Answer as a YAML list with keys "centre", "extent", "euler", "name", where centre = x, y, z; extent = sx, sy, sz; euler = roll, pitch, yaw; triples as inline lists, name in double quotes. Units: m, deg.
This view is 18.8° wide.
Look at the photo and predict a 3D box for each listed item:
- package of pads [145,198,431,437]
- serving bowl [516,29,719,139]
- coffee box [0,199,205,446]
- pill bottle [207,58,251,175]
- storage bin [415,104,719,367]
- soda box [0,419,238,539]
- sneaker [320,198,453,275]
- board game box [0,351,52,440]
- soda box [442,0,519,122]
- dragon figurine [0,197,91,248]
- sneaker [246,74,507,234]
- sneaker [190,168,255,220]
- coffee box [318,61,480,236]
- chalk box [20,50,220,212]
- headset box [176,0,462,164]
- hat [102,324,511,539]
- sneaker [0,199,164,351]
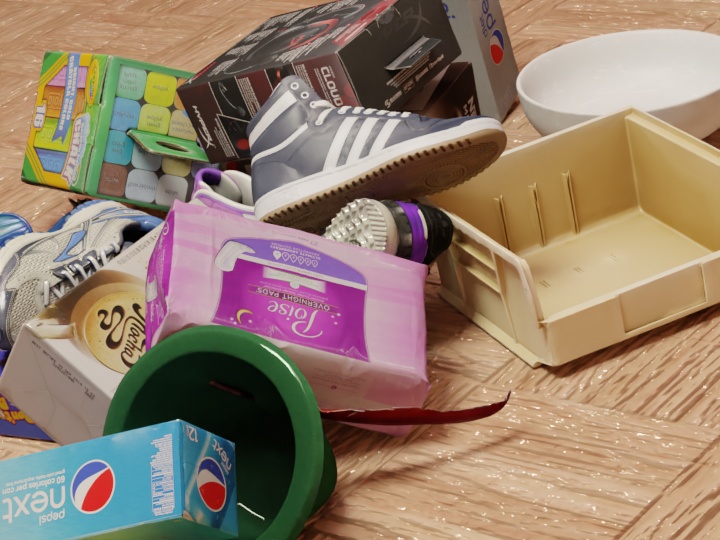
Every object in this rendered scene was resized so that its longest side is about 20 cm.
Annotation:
- centre: [-0.049, 0.034, 1.493]
  extent: [0.199, 0.076, 0.121]
  euler: [15, 44, -15]
  name: "package of pads"
- centre: [0.236, -0.144, 1.874]
  extent: [0.199, 0.066, 0.200]
  euler: [-8, 25, 4]
  name: "serving bowl"
- centre: [-0.146, 0.049, 1.553]
  extent: [0.113, 0.080, 0.200]
  euler: [40, 44, 10]
  name: "coffee box"
- centre: [-0.034, -0.146, 1.947]
  extent: [0.199, 0.116, 0.116]
  euler: [-7, 25, 9]
  name: "pill bottle"
- centre: [0.173, -0.026, 1.621]
  extent: [0.199, 0.094, 0.199]
  euler: [-20, 25, -17]
  name: "storage bin"
- centre: [-0.178, 0.150, 1.369]
  extent: [0.199, 0.064, 0.068]
  euler: [-14, -23, 26]
  name: "soda box"
- centre: [0.000, 0.000, 1.638]
  extent: [0.099, 0.070, 0.200]
  euler: [-7, -13, -36]
  name: "sneaker"
- centre: [-0.205, 0.059, 1.674]
  extent: [0.134, 0.045, 0.200]
  euler: [4, 29, 31]
  name: "board game box"
- centre: [0.085, -0.230, 1.965]
  extent: [0.068, 0.200, 0.064]
  euler: [2, 40, 26]
  name: "soda box"
- centre: [-0.305, -0.012, 1.855]
  extent: [0.199, 0.059, 0.099]
  euler: [-13, 22, -11]
  name: "dragon figurine"
- centre: [0.005, -0.104, 1.630]
  extent: [0.199, 0.070, 0.109]
  euler: [-19, 62, 11]
  name: "sneaker"
- centre: [-0.134, -0.034, 1.760]
  extent: [0.200, 0.115, 0.073]
  euler: [2, 29, 31]
  name: "sneaker"
- centre: [0.034, -0.083, 1.784]
  extent: [0.080, 0.113, 0.200]
  euler: [-1, 27, 24]
  name: "coffee box"
- centre: [-0.193, -0.118, 1.872]
  extent: [0.125, 0.124, 0.200]
  euler: [11, 1, -31]
  name: "chalk box"
- centre: [-0.026, -0.164, 1.763]
  extent: [0.200, 0.075, 0.149]
  euler: [-9, 24, 40]
  name: "headset box"
- centre: [-0.044, 0.129, 1.446]
  extent: [0.200, 0.166, 0.176]
  euler: [15, 1, 32]
  name: "hat"
- centre: [-0.213, 0.000, 1.663]
  extent: [0.085, 0.077, 0.200]
  euler: [7, 31, 27]
  name: "sneaker"
